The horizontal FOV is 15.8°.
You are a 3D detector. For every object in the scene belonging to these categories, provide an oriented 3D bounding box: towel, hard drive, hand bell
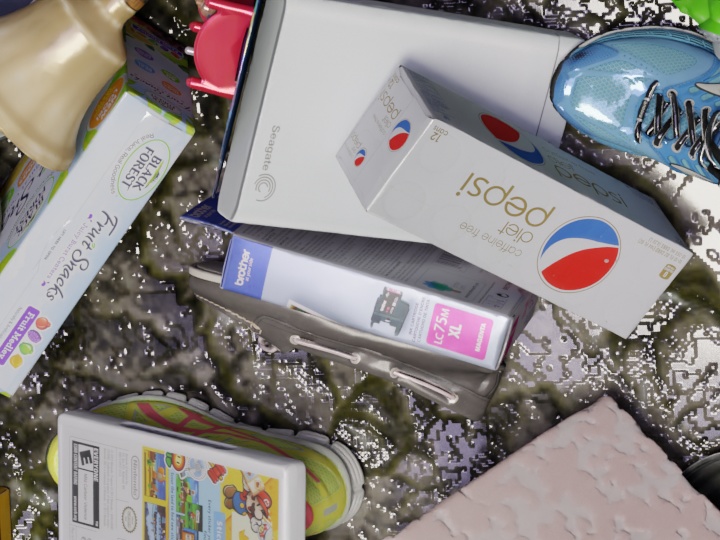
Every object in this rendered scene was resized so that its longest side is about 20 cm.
[{"bbox_3d":[0.137,0.187,1.460,0.200,0.191,0.032,48,147,18],"label":"towel"},{"bbox_3d":[0.026,-0.083,1.469,0.199,0.027,0.132,6,107,-30],"label":"hard drive"},{"bbox_3d":[-0.118,-0.154,1.401,0.200,0.104,0.104,-38,91,12],"label":"hand bell"}]

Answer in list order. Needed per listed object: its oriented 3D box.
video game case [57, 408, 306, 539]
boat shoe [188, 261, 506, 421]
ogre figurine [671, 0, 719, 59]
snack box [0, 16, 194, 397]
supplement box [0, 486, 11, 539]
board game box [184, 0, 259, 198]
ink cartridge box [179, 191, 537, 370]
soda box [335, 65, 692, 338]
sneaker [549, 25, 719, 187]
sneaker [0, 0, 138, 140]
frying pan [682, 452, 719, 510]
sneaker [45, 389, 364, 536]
[{"bbox_3d":[-0.108,0.194,1.534,0.181,0.023,0.201,10,104,37],"label":"video game case"},{"bbox_3d":[-0.012,0.042,1.548,0.199,0.067,0.057,14,100,7],"label":"boat shoe"},{"bbox_3d":[0.227,-0.199,1.427,0.199,0.098,0.120,-28,82,6],"label":"ogre figurine"},{"bbox_3d":[-0.173,-0.041,1.528,0.053,0.142,0.200,30,108,-19],"label":"snack box"},{"bbox_3d":[-0.340,0.219,1.594,0.196,0.200,0.133,2,101,13],"label":"supplement box"},{"bbox_3d":[-0.078,-0.137,1.454,0.039,0.200,0.159,14,70,-2],"label":"board game box"},{"bbox_3d":[0.000,0.000,1.508,0.199,0.119,0.042,19,107,9],"label":"ink cartridge box"},{"bbox_3d":[0.088,-0.037,1.456,0.200,0.064,0.068,26,111,-31],"label":"soda box"},{"bbox_3d":[0.203,-0.085,1.457,0.199,0.090,0.079,15,105,10],"label":"sneaker"},{"bbox_3d":[-0.198,-0.180,1.521,0.202,0.077,0.146,-43,55,19],"label":"sneaker"},{"bbox_3d":[0.196,0.166,1.540,0.189,0.031,0.116,-8,94,26],"label":"frying pan"},{"bbox_3d":[-0.102,0.124,1.575,0.199,0.090,0.079,4,104,14],"label":"sneaker"}]
